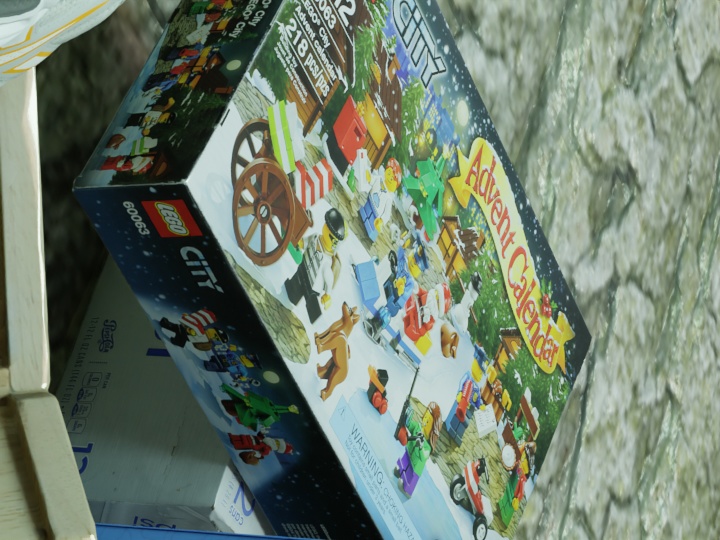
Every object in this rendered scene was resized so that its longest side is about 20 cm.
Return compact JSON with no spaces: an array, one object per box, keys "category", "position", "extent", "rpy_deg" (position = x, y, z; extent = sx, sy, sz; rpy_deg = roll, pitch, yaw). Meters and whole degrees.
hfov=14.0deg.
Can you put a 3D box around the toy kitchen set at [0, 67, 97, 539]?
[{"category":"toy kitchen set","position":[-0.128,0.033,0.626],"extent":[0.163,0.200,0.181],"rpy_deg":[-4,96,-21]}]

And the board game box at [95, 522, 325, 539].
[{"category":"board game box","position":[-0.071,0.155,0.736],"extent":[0.200,0.152,0.045],"rpy_deg":[-66,146,-36]}]

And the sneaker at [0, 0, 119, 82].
[{"category":"sneaker","position":[-0.098,-0.057,0.580],"extent":[0.076,0.092,0.200],"rpy_deg":[53,25,8]}]

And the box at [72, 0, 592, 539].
[{"category":"box","position":[0.000,0.000,0.847],"extent":[0.200,0.038,0.137],"rpy_deg":[62,40,-38]}]

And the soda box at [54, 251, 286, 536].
[{"category":"soda box","position":[-0.032,0.000,0.899],"extent":[0.063,0.068,0.200],"rpy_deg":[57,42,-49]}]
